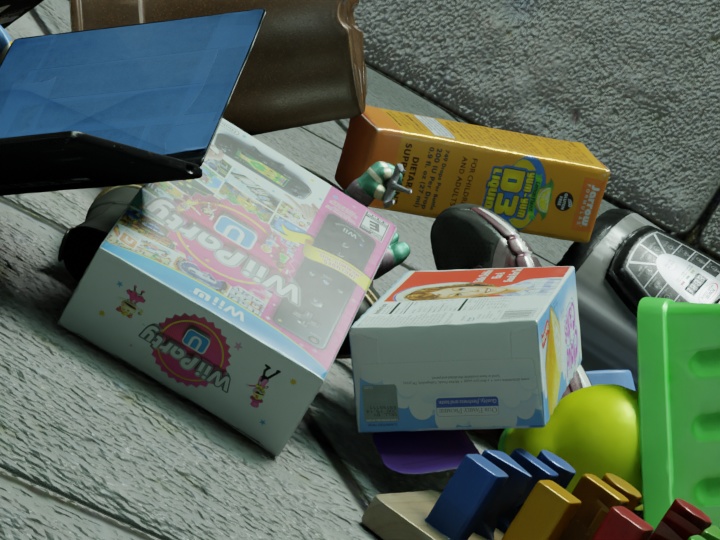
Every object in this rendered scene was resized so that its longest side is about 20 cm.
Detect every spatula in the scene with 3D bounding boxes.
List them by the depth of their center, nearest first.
[{"bbox_3d":[0.024,0.097,1.532,0.056,0.021,0.200,-9,8,-10],"label":"spatula"}]

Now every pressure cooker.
[{"bbox_3d":[0.239,0.066,1.976,0.200,0.176,0.179,35,8,14],"label":"pressure cooker"}]

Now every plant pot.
[{"bbox_3d":[-0.100,-0.179,1.837,0.198,0.201,0.200,-5,8,5],"label":"plant pot"}]

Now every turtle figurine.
[{"bbox_3d":[0.000,0.000,1.727,0.101,0.150,0.200,-4,-11,12],"label":"turtle figurine"}]

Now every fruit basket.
[{"bbox_3d":[0.202,0.127,1.636,0.216,0.216,0.155,40,5,41],"label":"fruit basket"}]

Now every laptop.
[{"bbox_3d":[-0.183,-0.105,1.421,0.187,0.116,0.200,-4,-8,28],"label":"laptop"}]

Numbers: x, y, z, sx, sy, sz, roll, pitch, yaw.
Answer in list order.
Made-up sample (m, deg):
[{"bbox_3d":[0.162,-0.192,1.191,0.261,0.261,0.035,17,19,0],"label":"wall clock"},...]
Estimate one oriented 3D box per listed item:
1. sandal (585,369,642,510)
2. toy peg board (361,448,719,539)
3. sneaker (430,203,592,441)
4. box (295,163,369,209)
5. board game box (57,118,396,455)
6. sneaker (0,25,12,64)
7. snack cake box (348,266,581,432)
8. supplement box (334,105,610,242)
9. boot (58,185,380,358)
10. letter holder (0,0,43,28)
[{"bbox_3d":[0.175,0.108,1.830,0.200,0.087,0.079,35,8,10],"label":"sandal"},{"bbox_3d":[0.136,0.156,1.405,0.199,0.098,0.200,35,9,20],"label":"toy peg board"},{"bbox_3d":[0.084,0.040,1.766,0.115,0.076,0.200,-9,61,-46],"label":"sneaker"},{"bbox_3d":[-0.077,-0.041,1.804,0.095,0.078,0.200,38,11,34],"label":"box"},{"bbox_3d":[-0.072,0.002,1.448,0.147,0.064,0.200,31,31,-3],"label":"board game box"},{"bbox_3d":[-0.255,-0.125,1.630,0.075,0.090,0.200,30,10,-11],"label":"sneaker"},{"bbox_3d":[0.069,0.046,1.538,0.115,0.067,0.200,-3,9,12],"label":"snack cake box"},{"bbox_3d":[0.086,-0.074,1.896,0.200,0.067,0.069,8,17,-22],"label":"supplement box"},{"bbox_3d":[-0.089,0.015,1.534,0.200,0.078,0.138,21,14,3],"label":"boot"},{"bbox_3d":[-0.299,-0.224,1.636,0.142,0.101,0.200,61,32,1],"label":"letter holder"}]
